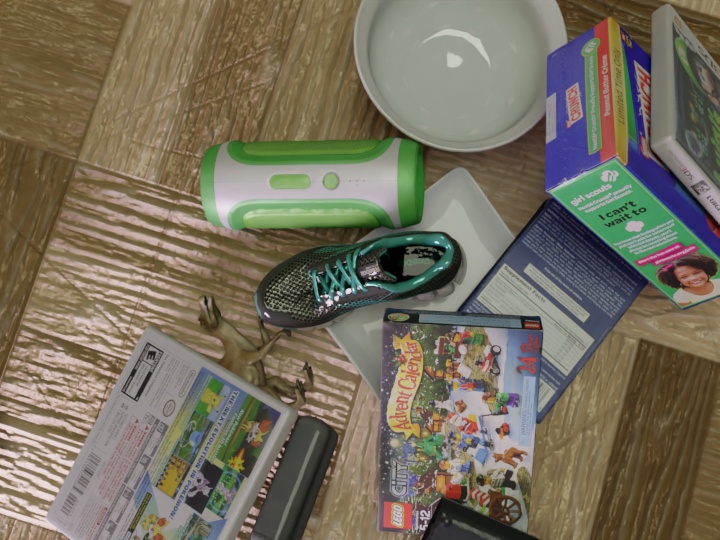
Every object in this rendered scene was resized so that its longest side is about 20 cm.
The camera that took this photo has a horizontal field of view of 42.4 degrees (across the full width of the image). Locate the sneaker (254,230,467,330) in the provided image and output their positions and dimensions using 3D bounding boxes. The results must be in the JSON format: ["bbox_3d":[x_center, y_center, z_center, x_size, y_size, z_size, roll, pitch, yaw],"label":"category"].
[{"bbox_3d":[0.000,0.000,0.823,0.197,0.091,0.079,-16,81,-2],"label":"sneaker"}]

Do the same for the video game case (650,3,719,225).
[{"bbox_3d":[0.312,-0.114,0.806,0.181,0.023,0.201,40,43,-23],"label":"video game case"}]

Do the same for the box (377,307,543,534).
[{"bbox_3d":[0.085,0.137,0.814,0.135,0.038,0.203,2,107,5],"label":"box"}]

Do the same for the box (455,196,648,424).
[{"bbox_3d":[0.177,0.024,0.853,0.121,0.032,0.200,40,84,2],"label":"box"}]

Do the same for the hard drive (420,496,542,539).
[{"bbox_3d":[0.134,0.301,0.816,0.198,0.033,0.141,23,106,0],"label":"hard drive"}]

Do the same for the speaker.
[{"bbox_3d":[-0.042,-0.079,0.856,0.197,0.088,0.090,0,82,10],"label":"speaker"}]

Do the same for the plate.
[{"bbox_3d":[0.075,0.038,0.880,0.199,0.032,0.201,-36,84,-6],"label":"plate"}]

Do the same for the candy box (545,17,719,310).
[{"bbox_3d":[0.247,-0.091,0.801,0.199,0.077,0.171,33,48,-28],"label":"candy box"}]

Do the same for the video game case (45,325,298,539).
[{"bbox_3d":[-0.171,0.175,0.824,0.181,0.022,0.202,25,84,29],"label":"video game case"}]

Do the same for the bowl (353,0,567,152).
[{"bbox_3d":[0.090,-0.199,0.883,0.198,0.090,0.204,0,81,-2],"label":"bowl"}]

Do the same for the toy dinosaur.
[{"bbox_3d":[-0.096,0.116,0.866,0.100,0.058,0.203,-16,81,13],"label":"toy dinosaur"}]

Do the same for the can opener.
[{"bbox_3d":[-0.056,0.230,0.796,0.066,0.053,0.202,16,74,21],"label":"can opener"}]
